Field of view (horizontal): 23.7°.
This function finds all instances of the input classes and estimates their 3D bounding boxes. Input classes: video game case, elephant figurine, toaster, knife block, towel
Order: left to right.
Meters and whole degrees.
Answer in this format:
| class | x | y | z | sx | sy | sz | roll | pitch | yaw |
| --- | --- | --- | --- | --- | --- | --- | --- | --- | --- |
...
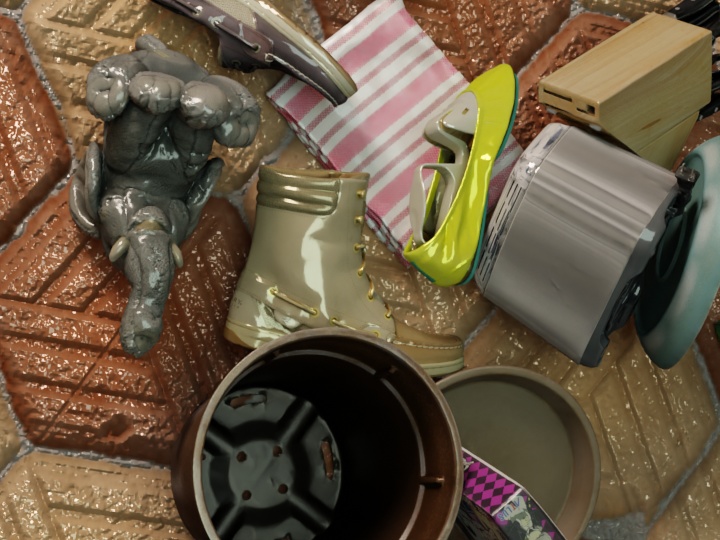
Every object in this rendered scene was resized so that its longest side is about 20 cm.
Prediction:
| class | x | y | z | sx | sy | sz | roll | pitch | yaw |
| --- | --- | --- | --- | --- | --- | --- | --- | --- | --- |
| elephant figurine | -0.167 | -0.061 | 1.317 | 0.141 | 0.155 | 0.201 | 22 | 110 | 19 |
| towel | 0.037 | -0.116 | 1.424 | 0.146 | 0.030 | 0.200 | -42 | 99 | -15 |
| video game case | 0.121 | 0.212 | 1.304 | 0.036 | 0.200 | 0.181 | -40 | 110 | -9 |
| toaster | 0.176 | -0.029 | 1.376 | 0.129 | 0.200 | 0.114 | 29 | 43 | 11 |
| knife block | 0.248 | -0.177 | 1.423 | 0.200 | 0.064 | 0.176 | 26 | 89 | -52 |

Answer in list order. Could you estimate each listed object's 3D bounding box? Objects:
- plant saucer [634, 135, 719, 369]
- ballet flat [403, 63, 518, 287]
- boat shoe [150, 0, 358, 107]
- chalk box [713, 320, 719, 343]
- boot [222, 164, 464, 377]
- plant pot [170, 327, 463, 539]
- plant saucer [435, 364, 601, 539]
| class | x | y | z | sx | sy | sz | roll | pitch | yaw |
| --- | --- | --- | --- | --- | --- | --- | --- | --- | --- |
| plant saucer | 0.264 | -0.019 | 1.402 | 0.027 | 0.200 | 0.201 | 15 | 83 | -4 |
| ballet flat | 0.077 | -0.086 | 1.376 | 0.067 | 0.067 | 0.201 | 22 | 71 | -24 |
| boat shoe | -0.093 | -0.189 | 1.368 | 0.200 | 0.072 | 0.065 | 38 | 93 | -5 |
| chalk box | 0.398 | 0.076 | 1.475 | 0.124 | 0.125 | 0.201 | -20 | 92 | -17 |
| boot | 0.000 | 0.000 | 1.377 | 0.199 | 0.073 | 0.156 | 11 | 94 | -10 |
| plant pot | -0.052 | 0.152 | 1.292 | 0.200 | 0.198 | 0.201 | 3 | 81 | -19 |
| plant saucer | 0.102 | 0.172 | 1.411 | 0.199 | 0.029 | 0.201 | -4 | 103 | -16 |
